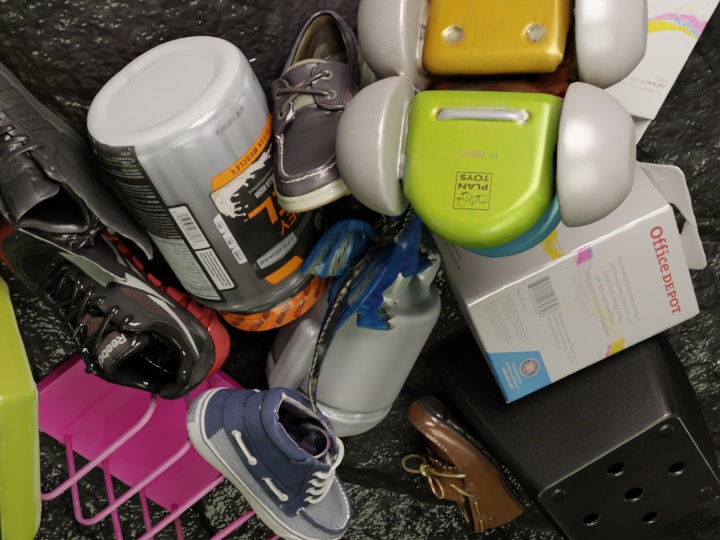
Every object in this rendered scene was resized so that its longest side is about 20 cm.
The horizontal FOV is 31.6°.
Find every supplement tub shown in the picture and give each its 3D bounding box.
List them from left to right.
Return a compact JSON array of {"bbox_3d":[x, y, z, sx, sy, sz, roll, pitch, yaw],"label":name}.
[{"bbox_3d":[-0.100,-0.056,0.916,0.122,0.123,0.200,-26,131,2],"label":"supplement tub"}]

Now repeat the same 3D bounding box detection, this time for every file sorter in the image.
[{"bbox_3d":[-0.163,0.159,1.061,0.139,0.126,0.200,-38,129,12],"label":"file sorter"}]

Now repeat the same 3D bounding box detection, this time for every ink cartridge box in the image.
[{"bbox_3d":[0.173,-0.012,1.042,0.199,0.125,0.129,-25,131,1],"label":"ink cartridge box"},{"bbox_3d":[0.187,-0.190,0.911,0.067,0.117,0.201,9,123,-24],"label":"ink cartridge box"}]

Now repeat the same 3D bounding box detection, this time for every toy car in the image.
[{"bbox_3d":[0.087,-0.098,0.793,0.174,0.201,0.150,3,159,16],"label":"toy car"}]

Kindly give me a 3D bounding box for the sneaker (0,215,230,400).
[{"bbox_3d":[-0.189,0.026,0.937,0.200,0.098,0.071,37,114,-9],"label":"sneaker"}]

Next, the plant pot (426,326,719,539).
[{"bbox_3d":[0.208,0.137,1.138,0.199,0.178,0.200,-32,131,8],"label":"plant pot"}]

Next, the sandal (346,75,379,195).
[{"bbox_3d":[0.057,-0.095,0.972,0.199,0.080,0.087,6,121,-24],"label":"sandal"}]

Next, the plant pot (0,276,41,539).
[{"bbox_3d":[-0.334,0.111,0.925,0.181,0.200,0.200,-9,129,-22],"label":"plant pot"}]

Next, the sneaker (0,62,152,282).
[{"bbox_3d":[-0.230,-0.075,0.867,0.060,0.104,0.200,-41,128,15],"label":"sneaker"}]

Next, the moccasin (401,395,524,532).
[{"bbox_3d":[0.089,0.189,1.212,0.078,0.074,0.202,-35,140,-1],"label":"moccasin"}]

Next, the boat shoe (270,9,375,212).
[{"bbox_3d":[-0.030,-0.111,0.854,0.072,0.200,0.065,-15,122,18],"label":"boat shoe"}]

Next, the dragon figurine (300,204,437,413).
[{"bbox_3d":[0.000,0.000,0.910,0.200,0.059,0.099,-51,156,-4],"label":"dragon figurine"}]

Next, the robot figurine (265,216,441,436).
[{"bbox_3d":[-0.008,0.054,1.040,0.169,0.113,0.200,-15,138,-50],"label":"robot figurine"}]

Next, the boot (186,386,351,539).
[{"bbox_3d":[-0.045,0.160,1.006,0.090,0.073,0.200,-7,142,37],"label":"boot"}]
